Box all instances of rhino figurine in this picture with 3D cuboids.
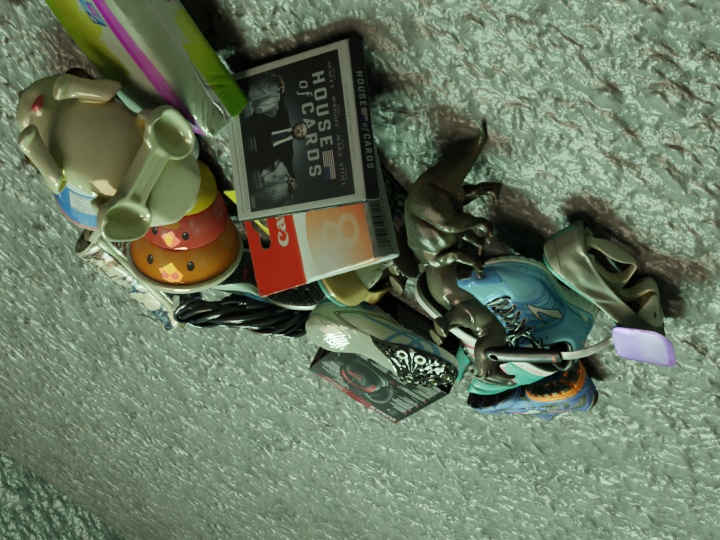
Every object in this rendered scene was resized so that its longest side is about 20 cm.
[{"bbox_3d":[0.113,0.041,1.339,0.201,0.087,0.060,53,166,-8],"label":"rhino figurine"}]

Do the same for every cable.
[{"bbox_3d":[-0.147,0.063,1.579,0.197,0.052,0.162,4,-173,-32],"label":"cable"}]

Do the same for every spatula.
[{"bbox_3d":[0.222,0.082,1.250,0.196,0.021,0.057,-5,138,19],"label":"spatula"}]

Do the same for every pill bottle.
[{"bbox_3d":[-0.306,-0.129,1.417,0.111,0.113,0.200,28,159,-2],"label":"pill bottle"}]

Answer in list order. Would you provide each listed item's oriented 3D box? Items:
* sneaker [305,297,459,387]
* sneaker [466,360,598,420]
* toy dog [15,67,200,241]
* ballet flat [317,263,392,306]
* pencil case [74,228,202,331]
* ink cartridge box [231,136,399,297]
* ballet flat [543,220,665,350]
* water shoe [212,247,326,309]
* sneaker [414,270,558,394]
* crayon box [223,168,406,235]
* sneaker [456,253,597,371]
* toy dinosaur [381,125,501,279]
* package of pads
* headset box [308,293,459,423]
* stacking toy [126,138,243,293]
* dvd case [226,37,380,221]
[{"bbox_3d":[0.030,0.078,1.441,0.197,0.073,0.073,20,142,20],"label":"sneaker"},{"bbox_3d":[0.210,0.155,1.506,0.078,0.076,0.198,39,153,-29],"label":"sneaker"},{"bbox_3d":[-0.264,-0.135,1.241,0.198,0.141,0.193,30,-170,22],"label":"toy dog"},{"bbox_3d":[0.000,0.000,1.369,0.069,0.062,0.200,60,-170,7],"label":"ballet flat"},{"bbox_3d":[-0.312,0.000,1.699,0.200,0.078,0.089,46,168,-31],"label":"pencil case"},{"bbox_3d":[-0.062,-0.070,1.247,0.198,0.165,0.050,-16,174,36],"label":"ink cartridge box"},{"bbox_3d":[0.267,0.022,1.237,0.199,0.068,0.063,38,120,-25],"label":"ballet flat"},{"bbox_3d":[-0.116,0.006,1.571,0.197,0.073,0.079,13,178,23],"label":"water shoe"},{"bbox_3d":[0.130,0.080,1.443,0.198,0.084,0.121,32,143,-11],"label":"sneaker"},{"bbox_3d":[-0.047,-0.078,1.357,0.198,0.051,0.127,-5,139,46],"label":"crayon box"},{"bbox_3d":[0.178,0.047,1.290,0.198,0.091,0.078,28,156,-32],"label":"sneaker"},{"bbox_3d":[0.081,-0.052,1.205,0.100,0.078,0.202,12,136,0],"label":"toy dinosaur"},{"bbox_3d":[-0.220,-0.229,1.208,0.153,0.068,0.201,22,155,43],"label":"package of pads"},{"bbox_3d":[0.029,0.119,1.601,0.147,0.076,0.200,32,152,-8],"label":"headset box"},{"bbox_3d":[-0.216,-0.087,1.447,0.144,0.147,0.202,17,135,18],"label":"stacking toy"},{"bbox_3d":[-0.063,-0.134,1.200,0.024,0.153,0.198,-8,-179,-42],"label":"dvd case"}]
